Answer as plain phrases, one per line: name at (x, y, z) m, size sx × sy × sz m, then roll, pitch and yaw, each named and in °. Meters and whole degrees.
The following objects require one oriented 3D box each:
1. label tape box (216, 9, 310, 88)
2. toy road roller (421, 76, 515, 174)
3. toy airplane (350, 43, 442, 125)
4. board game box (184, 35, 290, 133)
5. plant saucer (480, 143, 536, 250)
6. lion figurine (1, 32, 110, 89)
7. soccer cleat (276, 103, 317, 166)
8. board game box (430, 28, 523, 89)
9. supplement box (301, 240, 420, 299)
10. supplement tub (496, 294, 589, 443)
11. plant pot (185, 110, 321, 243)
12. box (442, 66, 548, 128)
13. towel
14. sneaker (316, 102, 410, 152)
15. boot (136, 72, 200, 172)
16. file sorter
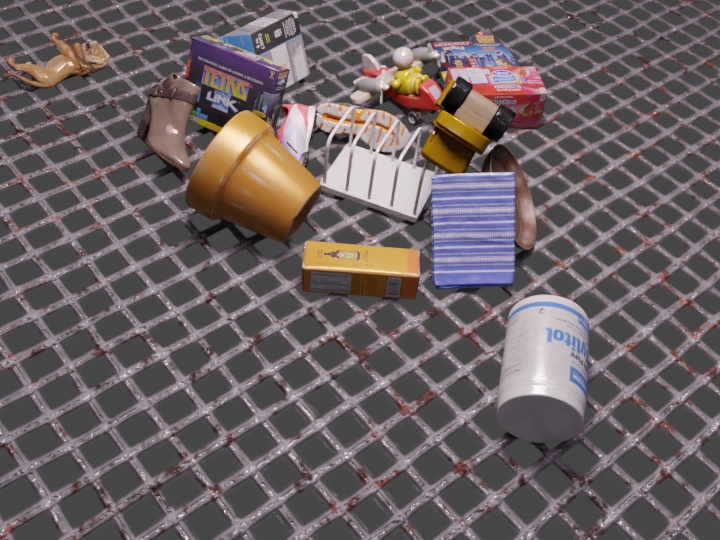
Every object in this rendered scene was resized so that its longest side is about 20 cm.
label tape box at (-0.208, -0.440, 1.750) m, size 0.063 × 0.144 × 0.200 m, roll 22°, pitch 47°, yaw 39°
toy road roller at (0.176, -0.247, 1.479) m, size 0.123 × 0.146 × 0.200 m, roll 33°, pitch 10°, yaw -3°
toy airplane at (0.077, -0.414, 1.766) m, size 0.199 × 0.141 × 0.200 m, roll 1°, pitch 49°, yaw -3°
board game box at (-0.253, -0.351, 1.655) m, size 0.200 × 0.165 × 0.057 m, roll 24°, pitch 27°, yaw 15°
plant saucer at (0.267, -0.131, 1.528) m, size 0.034 × 0.200 × 0.200 m, roll -15°, pitch 40°, yaw 29°
lion figurine at (-0.635, -0.426, 1.756) m, size 0.122 × 0.072 × 0.200 m, roll 43°, pitch 70°, yaw 12°
soccer cleat at (-0.133, -0.237, 1.616) m, size 0.073 × 0.068 × 0.200 m, roll 11°, pitch 63°, yaw -3°
board game box at (0.260, -0.466, 1.888) m, size 0.200 × 0.062 × 0.200 m, roll -3°, pitch 48°, yaw -9°
supplement box at (0.000, 0.000, 1.438) m, size 0.200 × 0.069 × 0.067 m, roll 6°, pitch 47°, yaw -3°
supplement tub at (0.284, 0.149, 1.293) m, size 0.132 × 0.132 × 0.200 m, roll 12°, pitch 48°, yaw 4°
plant pot at (-0.176, -0.150, 1.482) m, size 0.183 × 0.200 × 0.200 m, roll 33°, pitch 51°, yaw 3°
box at (0.282, -0.366, 1.777) m, size 0.200 × 0.096 × 0.100 m, roll -3°, pitch 49°, yaw -10°
towel at (0.193, -0.066, 1.436) m, size 0.145 × 0.200 × 0.024 m, roll -1°, pitch 14°, yaw 5°
sneaker at (0.007, -0.300, 1.706) m, size 0.200 × 0.078 × 0.077 m, roll 19°, pitch 16°, yaw -3°
boot at (-0.354, -0.294, 1.612) m, size 0.200 × 0.070 × 0.146 m, roll 39°, pitch 98°, yaw 33°
file sorter at (0.043, -0.208, 1.581) m, size 0.200 × 0.125 × 0.139 m, roll 20°, pitch 48°, yaw 12°
